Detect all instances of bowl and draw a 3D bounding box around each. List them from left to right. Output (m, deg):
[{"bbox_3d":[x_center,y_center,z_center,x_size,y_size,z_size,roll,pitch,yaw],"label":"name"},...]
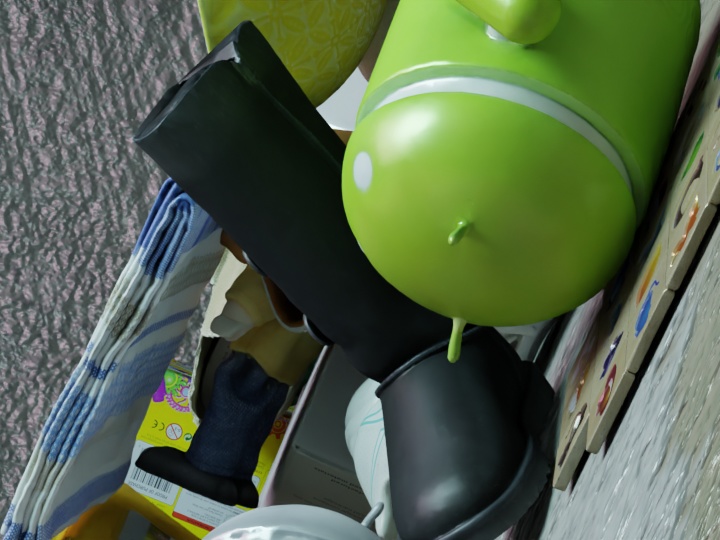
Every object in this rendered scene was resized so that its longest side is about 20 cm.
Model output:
[{"bbox_3d":[-0.030,-0.167,1.380,0.200,0.107,0.201,168,90,-89],"label":"bowl"}]

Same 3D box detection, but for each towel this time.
[{"bbox_3d":[-0.103,0.035,1.377,0.200,0.024,0.147,-63,-8,16],"label":"towel"}]

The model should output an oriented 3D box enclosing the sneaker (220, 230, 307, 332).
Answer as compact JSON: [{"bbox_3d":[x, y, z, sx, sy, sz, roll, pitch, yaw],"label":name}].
[{"bbox_3d":[0.000,0.000,1.416,0.085,0.200,0.073,-53,46,3],"label":"sneaker"}]

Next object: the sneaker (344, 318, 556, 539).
[{"bbox_3d":[0.051,0.044,1.292,0.080,0.070,0.200,-97,24,-48],"label":"sneaker"}]

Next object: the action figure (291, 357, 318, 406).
[{"bbox_3d":[-0.013,0.046,1.735,0.200,0.055,0.118,2,-77,-60],"label":"action figure"}]

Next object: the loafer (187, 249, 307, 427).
[{"bbox_3d":[-0.045,0.017,1.583,0.068,0.076,0.200,-65,-8,-57],"label":"loafer"}]

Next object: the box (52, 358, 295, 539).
[{"bbox_3d":[-0.083,0.132,1.759,0.193,0.200,0.122,176,116,-88],"label":"box"}]

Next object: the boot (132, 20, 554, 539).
[{"bbox_3d":[-0.009,0.008,1.129,0.066,0.200,0.165,-35,11,14],"label":"boot"}]

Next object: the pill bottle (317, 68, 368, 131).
[{"bbox_3d":[0.028,-0.065,1.661,0.200,0.109,0.109,65,-137,-58],"label":"pill bottle"}]

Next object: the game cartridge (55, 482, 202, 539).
[{"bbox_3d":[-0.077,0.183,1.411,0.032,0.176,0.200,-52,5,9],"label":"game cartridge"}]

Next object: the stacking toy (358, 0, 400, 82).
[{"bbox_3d":[0.031,-0.199,1.513,0.200,0.146,0.146,62,149,27],"label":"stacking toy"}]

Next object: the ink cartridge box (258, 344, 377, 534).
[{"bbox_3d":[0.006,0.087,1.561,0.200,0.083,0.145,115,178,-63],"label":"ink cartridge box"}]

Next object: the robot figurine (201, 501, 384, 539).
[{"bbox_3d":[-0.037,0.180,1.242,0.169,0.113,0.200,-19,30,28],"label":"robot figurine"}]

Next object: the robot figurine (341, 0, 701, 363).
[{"bbox_3d":[0.062,-0.065,1.107,0.176,0.115,0.200,84,-158,-53],"label":"robot figurine"}]

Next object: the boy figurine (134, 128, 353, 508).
[{"bbox_3d":[-0.046,0.020,1.464,0.200,0.064,0.124,-69,-16,1],"label":"boy figurine"}]

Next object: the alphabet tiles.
[{"bbox_3d":[0.114,-0.023,1.049,0.166,0.006,0.200,-73,6,-68],"label":"alphabet tiles"}]
